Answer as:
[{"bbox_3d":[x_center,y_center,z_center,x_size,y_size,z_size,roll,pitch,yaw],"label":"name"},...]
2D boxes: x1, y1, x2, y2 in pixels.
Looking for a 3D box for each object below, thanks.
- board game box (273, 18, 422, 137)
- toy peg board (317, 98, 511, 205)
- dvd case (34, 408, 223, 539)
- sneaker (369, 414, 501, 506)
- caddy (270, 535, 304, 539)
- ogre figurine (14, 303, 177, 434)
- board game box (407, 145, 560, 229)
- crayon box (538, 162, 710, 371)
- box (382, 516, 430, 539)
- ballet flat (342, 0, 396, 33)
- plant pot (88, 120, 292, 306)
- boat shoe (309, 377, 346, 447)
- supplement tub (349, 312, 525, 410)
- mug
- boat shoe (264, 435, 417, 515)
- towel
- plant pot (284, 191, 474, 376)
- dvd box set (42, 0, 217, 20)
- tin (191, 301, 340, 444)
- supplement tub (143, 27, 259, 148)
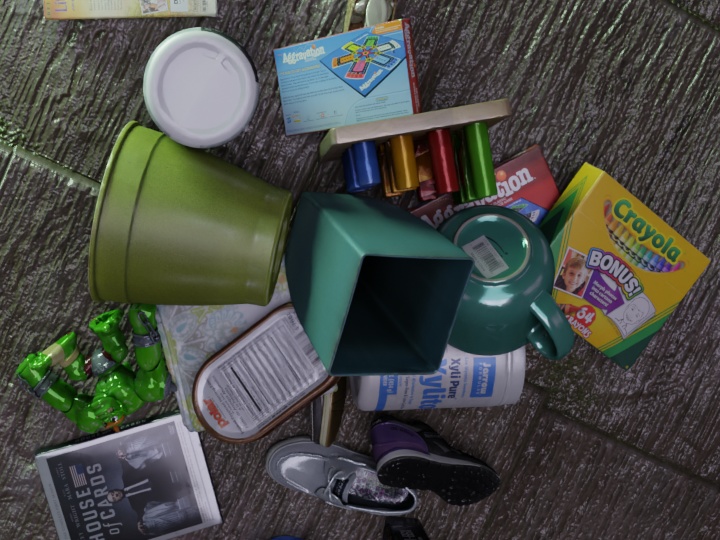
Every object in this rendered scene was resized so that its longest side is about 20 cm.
[{"bbox_3d":[-0.017,-0.214,1.343,0.019,0.198,0.105,-16,100,-47],"label":"board game box"},{"bbox_3d":[0.061,-0.117,1.347,0.195,0.200,0.100,-10,90,-6],"label":"toy peg board"},{"bbox_3d":[-0.282,0.265,1.457,0.197,0.025,0.153,-16,101,-7],"label":"dvd case"},{"bbox_3d":[0.096,0.228,1.487,0.198,0.088,0.076,24,124,-36],"label":"sneaker"},{"bbox_3d":[-0.071,0.428,1.476,0.199,0.105,0.142,39,91,-13],"label":"caddy"},{"bbox_3d":[-0.297,0.119,1.391,0.198,0.098,0.121,-32,108,2],"label":"ogre figurine"},{"bbox_3d":[0.151,-0.063,1.465,0.198,0.019,0.104,-27,102,-4],"label":"board game box"},{"bbox_3d":[0.305,-0.003,1.468,0.199,0.058,0.174,34,97,-23],"label":"crayon box"},{"bbox_3d":[0.052,0.429,1.470,0.049,0.158,0.204,7,98,-10],"label":"box"},{"bbox_3d":[0.004,-0.254,1.393,0.069,0.065,0.204,3,100,-11],"label":"ballet flat"},{"bbox_3d":[-0.178,-0.044,1.315,0.189,0.200,0.204,12,98,0],"label":"plant pot"},{"bbox_3d":[-0.051,0.111,1.449,0.064,0.073,0.204,4,92,12],"label":"boat shoe"},{"bbox_3d":[0.088,0.100,1.434,0.196,0.132,0.135,-1,100,-8],"label":"supplement tub"},{"bbox_3d":[0.159,0.006,1.343,0.182,0.115,0.154,9,60,7],"label":"mug"},{"bbox_3d":[-0.020,0.257,1.473,0.197,0.072,0.071,15,97,-11],"label":"boat shoe"},{"bbox_3d":[-0.140,0.086,1.407,0.197,0.048,0.174,-17,88,9],"label":"towel"},{"bbox_3d":[0.000,0.000,1.305,0.139,0.200,0.143,2,118,-31],"label":"plant pot"},{"bbox_3d":[-0.263,-0.360,1.349,0.196,0.029,0.149,-4,101,-9],"label":"dvd box set"},{"bbox_3d":[-0.105,0.116,1.360,0.199,0.042,0.113,-37,81,8],"label":"tin"},{"bbox_3d":[-0.175,-0.202,1.304,0.120,0.200,0.125,-1,99,-8],"label":"supplement tub"}]
